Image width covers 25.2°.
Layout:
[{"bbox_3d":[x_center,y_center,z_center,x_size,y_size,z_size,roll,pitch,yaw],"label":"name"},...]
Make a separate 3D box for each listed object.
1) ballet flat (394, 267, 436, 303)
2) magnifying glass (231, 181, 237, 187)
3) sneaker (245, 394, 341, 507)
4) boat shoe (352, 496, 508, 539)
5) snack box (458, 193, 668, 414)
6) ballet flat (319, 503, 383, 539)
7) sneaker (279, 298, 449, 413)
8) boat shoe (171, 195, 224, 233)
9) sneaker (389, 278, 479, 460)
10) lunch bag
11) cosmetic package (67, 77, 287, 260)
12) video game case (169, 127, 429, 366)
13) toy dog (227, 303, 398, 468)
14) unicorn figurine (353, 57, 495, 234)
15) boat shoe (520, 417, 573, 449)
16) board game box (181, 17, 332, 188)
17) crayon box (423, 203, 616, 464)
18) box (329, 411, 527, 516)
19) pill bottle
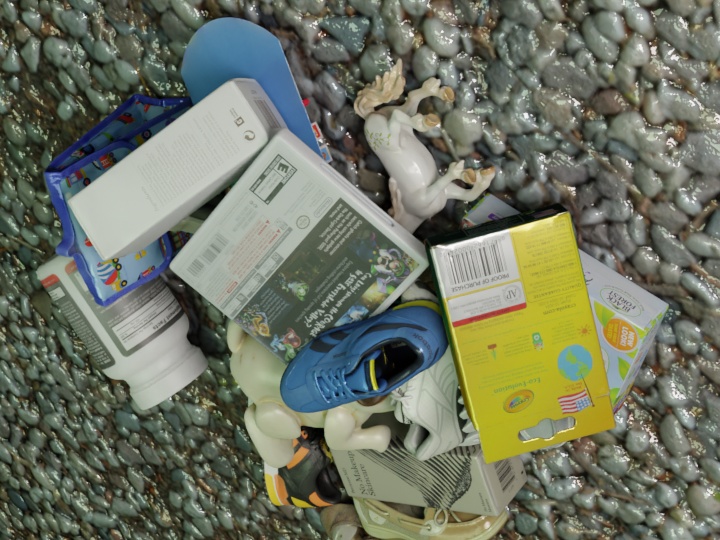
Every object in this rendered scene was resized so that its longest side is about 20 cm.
[{"bbox_3d":[0.000,0.000,1.614,0.199,0.071,0.071,0,120,41],"label":"ballet flat"},{"bbox_3d":[-0.077,-0.066,1.586,0.201,0.022,0.080,55,139,6],"label":"magnifying glass"},{"bbox_3d":[-0.067,0.181,1.803,0.089,0.070,0.201,4,124,20],"label":"sneaker"},{"bbox_3d":[0.069,0.252,1.730,0.200,0.073,0.063,1,125,48],"label":"boat shoe"},{"bbox_3d":[0.171,0.039,1.499,0.199,0.053,0.143,33,137,18],"label":"snack box"},{"bbox_3d":[0.019,0.309,1.814,0.199,0.067,0.068,4,122,39],"label":"ballet flat"},{"bbox_3d":[-0.007,0.089,1.479,0.199,0.078,0.066,-26,104,32],"label":"sneaker"},{"bbox_3d":[-0.135,-0.057,1.641,0.199,0.057,0.067,17,163,-23],"label":"boat shoe"},{"bbox_3d":[0.064,0.100,1.531,0.075,0.081,0.201,46,156,53],"label":"sneaker"},{"bbox_3d":[-0.244,-0.070,1.658,0.094,0.200,0.151,6,124,37],"label":"lunch bag"},{"bbox_3d":[-0.169,-0.096,1.523,0.199,0.102,0.074,-33,88,12],"label":"cosmetic package"},{"bbox_3d":[-0.058,-0.009,1.502,0.182,0.023,0.200,40,125,-5],"label":"video game case"},{"bbox_3d":[-0.022,0.096,1.642,0.199,0.140,0.195,-9,121,37],"label":"toy dog"},{"bbox_3d":[0.051,-0.088,1.500,0.137,0.074,0.201,-21,85,43],"label":"unicorn figurine"},{"bbox_3d":[0.132,0.081,1.473,0.074,0.065,0.203,-6,114,43],"label":"boat shoe"},{"bbox_3d":[-0.096,-0.158,1.593,0.157,0.039,0.201,-7,109,47],"label":"board game box"},{"bbox_3d":[0.139,0.055,1.407,0.126,0.051,0.201,-14,101,-2],"label":"crayon box"},{"bbox_3d":[0.069,0.198,1.689,0.199,0.068,0.083,0,121,40],"label":"box"},{"bbox_3d":[-0.266,0.050,1.828,0.116,0.116,0.201,-23,103,47],"label":"pill bottle"}]
